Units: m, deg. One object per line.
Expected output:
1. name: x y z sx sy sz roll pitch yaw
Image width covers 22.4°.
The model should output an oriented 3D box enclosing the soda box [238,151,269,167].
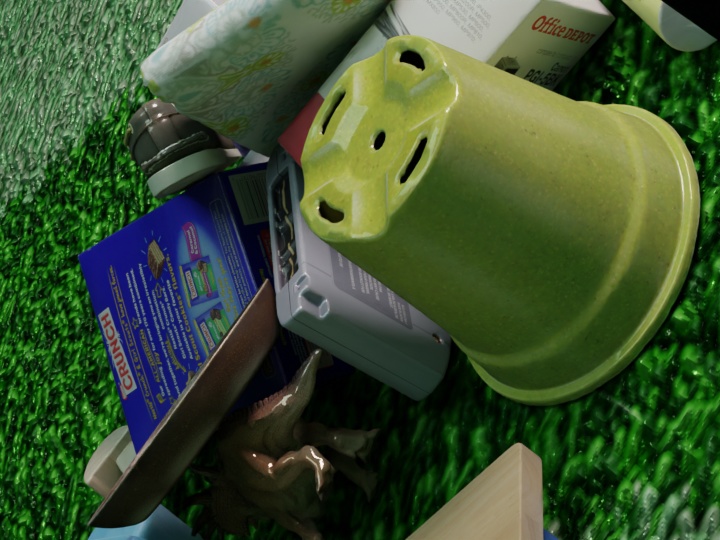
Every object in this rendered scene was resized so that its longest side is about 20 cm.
1. soda box: -0.022 -0.107 1.392 0.068 0.064 0.200 43 107 13

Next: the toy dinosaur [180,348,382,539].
1. toy dinosaur: -0.063 0.130 1.204 0.135 0.201 0.086 21 50 23

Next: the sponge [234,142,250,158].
1. sponge: -0.033 -0.175 1.405 0.200 0.112 0.030 -45 74 -4

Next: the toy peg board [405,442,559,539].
1. toy peg board: 0.056 0.238 1.007 0.200 0.098 0.200 -44 18 26

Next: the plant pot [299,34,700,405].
1. plant pot: 0.069 -0.043 1.091 0.200 0.183 0.202 -30 48 39

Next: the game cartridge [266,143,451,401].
1. game cartridge: 0.000 0.000 1.228 0.041 0.133 0.201 -51 25 27

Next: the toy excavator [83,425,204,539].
1. toy excavator: -0.171 0.204 1.378 0.194 0.100 0.201 -16 39 49

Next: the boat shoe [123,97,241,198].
1. boat shoe: -0.131 -0.091 1.315 0.072 0.061 0.202 -28 3 0

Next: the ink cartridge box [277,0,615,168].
1. ink cartridge box: 0.061 -0.130 1.225 0.083 0.146 0.200 48 111 18

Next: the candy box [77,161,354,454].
1. candy box: -0.113 0.031 1.362 0.199 0.077 0.171 -24 81 45

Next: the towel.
1. towel: -0.036 -0.150 1.222 0.171 0.200 0.048 -36 71 11

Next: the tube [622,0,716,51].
1. tube: 0.187 -0.206 1.206 0.200 0.057 0.052 -110 21 -59

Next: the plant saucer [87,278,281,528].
1. plant saucer: -0.110 0.095 1.201 0.201 0.032 0.200 -53 4 5

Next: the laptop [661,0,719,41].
1. laptop: 0.245 -0.218 0.978 0.187 0.116 0.200 -41 5 30

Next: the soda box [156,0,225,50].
1. soda box: -0.070 -0.191 1.443 0.064 0.199 0.068 44 120 16
